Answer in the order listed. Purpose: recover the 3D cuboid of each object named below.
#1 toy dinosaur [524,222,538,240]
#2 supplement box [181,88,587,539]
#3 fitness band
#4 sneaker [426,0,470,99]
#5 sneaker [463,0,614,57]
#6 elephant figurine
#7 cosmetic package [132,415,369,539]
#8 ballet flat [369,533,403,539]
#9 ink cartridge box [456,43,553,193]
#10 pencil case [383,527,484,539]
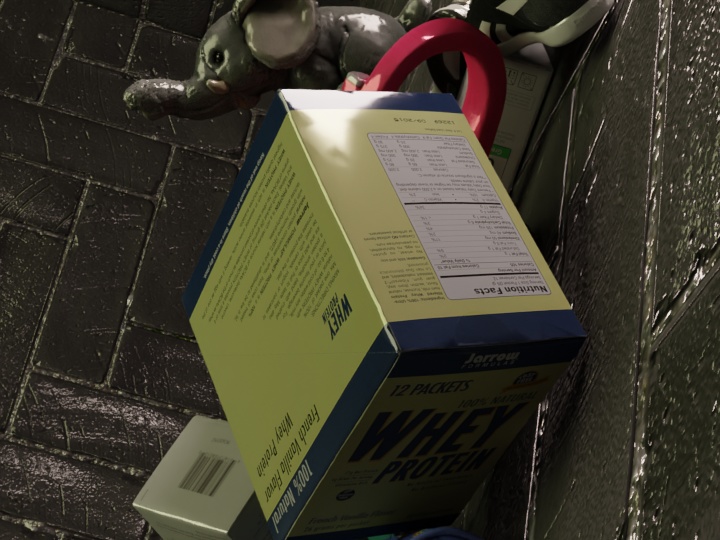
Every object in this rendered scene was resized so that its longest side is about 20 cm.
[{"bbox_3d":[0.071,0.014,1.123,0.200,0.085,0.137,102,-176,-75],"label":"toy dinosaur"},{"bbox_3d":[0.005,0.029,0.974,0.201,0.133,0.201,-60,44,41],"label":"supplement box"},{"bbox_3d":[0.036,-0.088,1.138,0.037,0.142,0.202,39,122,38],"label":"fitness band"},{"bbox_3d":[0.107,-0.172,1.391,0.115,0.075,0.202,-47,-26,-36],"label":"sneaker"},{"bbox_3d":[0.103,-0.218,1.118,0.073,0.112,0.200,-41,14,-12],"label":"sneaker"},{"bbox_3d":[-0.068,-0.178,1.292,0.142,0.198,0.156,-62,2,40],"label":"elephant figurine"},{"bbox_3d":[-0.055,0.202,1.091,0.107,0.201,0.085,7,52,43],"label":"cosmetic package"},{"bbox_3d":[0.001,0.275,1.195,0.075,0.073,0.201,112,173,-45],"label":"ballet flat"},{"bbox_3d":[0.097,-0.095,1.274,0.109,0.050,0.202,-92,17,-65],"label":"ink cartridge box"},{"bbox_3d":[0.033,0.207,0.979,0.087,0.078,0.200,-49,-1,-16],"label":"pencil case"}]
